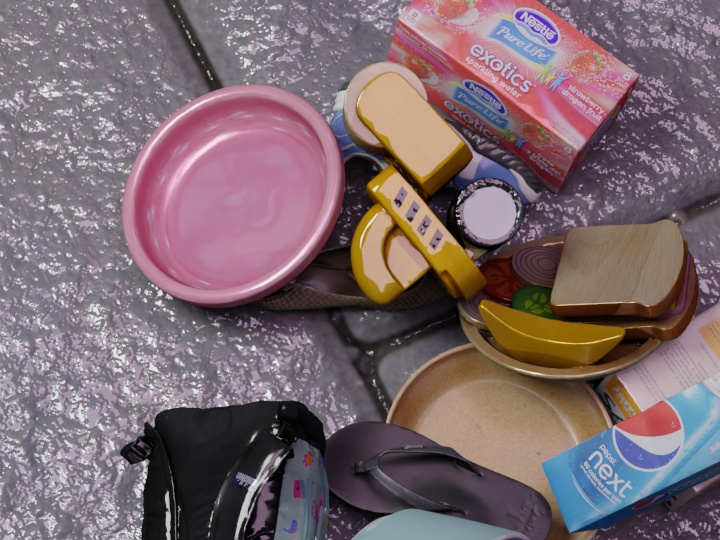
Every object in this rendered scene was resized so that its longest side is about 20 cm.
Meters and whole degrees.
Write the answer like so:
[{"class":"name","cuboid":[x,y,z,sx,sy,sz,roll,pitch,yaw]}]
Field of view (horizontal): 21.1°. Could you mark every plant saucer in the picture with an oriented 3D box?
[{"class":"plant saucer","cuboid":[0.115,0.159,1.619,0.200,0.035,0.201,2,69,-6]},{"class":"plant saucer","cuboid":[-0.103,-0.058,1.636,0.200,0.051,0.201,-9,64,18]}]

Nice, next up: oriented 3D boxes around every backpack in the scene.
[{"class":"backpack","cuboid":[-0.098,0.211,1.512,0.167,0.127,0.200,-11,65,33]}]

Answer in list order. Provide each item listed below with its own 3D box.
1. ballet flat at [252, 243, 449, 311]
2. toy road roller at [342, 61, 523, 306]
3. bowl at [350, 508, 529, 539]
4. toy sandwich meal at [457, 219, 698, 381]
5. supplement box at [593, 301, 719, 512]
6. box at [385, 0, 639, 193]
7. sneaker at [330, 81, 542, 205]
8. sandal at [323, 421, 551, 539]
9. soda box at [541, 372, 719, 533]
[{"class":"ballet flat","cuboid":[0.000,0.000,1.660,0.200,0.046,0.068,-5,70,-9]},{"class":"toy road roller","cuboid":[0.033,-0.058,1.600,0.146,0.123,0.200,-40,89,-2]},{"class":"bowl","cuboid":[0.036,0.265,1.500,0.105,0.201,0.201,31,67,26]},{"class":"toy sandwich meal","cuboid":[0.180,0.015,1.622,0.205,0.070,0.205,-5,39,4]},{"class":"supplement box","cuboid":[0.316,0.098,1.646,0.200,0.074,0.126,-29,76,-17]},{"class":"box","cuboid":[0.133,-0.178,1.720,0.200,0.095,0.103,38,68,8]},{"class":"sneaker","cuboid":[0.063,-0.096,1.702,0.200,0.076,0.077,22,88,3]},{"class":"sandal","cuboid":[0.060,0.170,1.565,0.200,0.043,0.076,16,68,0]},{"class":"soda box","cuboid":[0.248,0.138,1.526,0.200,0.068,0.064,-31,71,27]}]
